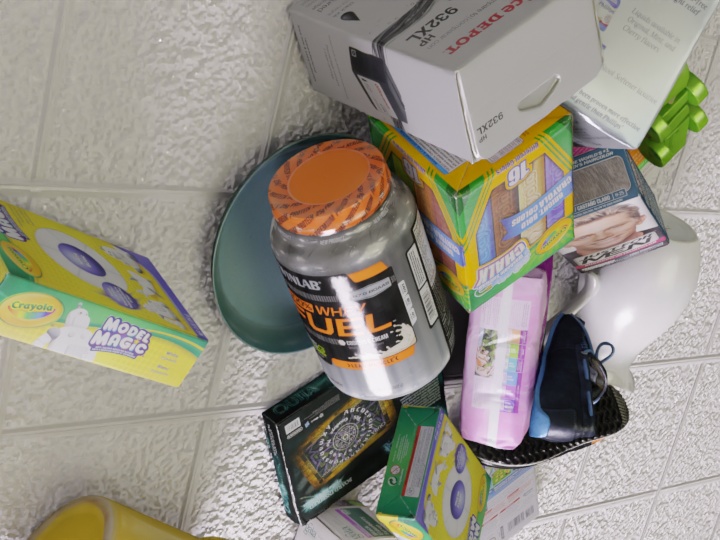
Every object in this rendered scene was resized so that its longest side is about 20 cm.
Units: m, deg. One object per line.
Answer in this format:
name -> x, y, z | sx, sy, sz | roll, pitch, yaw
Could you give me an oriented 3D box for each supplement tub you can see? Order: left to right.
supplement tub -> 0.000, 0.000, 0.978 | 0.122, 0.122, 0.201 | -39, 132, -20

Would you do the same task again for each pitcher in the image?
pitcher -> 0.270, 0.034, 1.291 | 0.171, 0.121, 0.201 | -1, 124, -37

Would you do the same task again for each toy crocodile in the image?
toy crocodile -> 0.294, -0.154, 1.161 | 0.068, 0.062, 0.200 | -45, 159, 1

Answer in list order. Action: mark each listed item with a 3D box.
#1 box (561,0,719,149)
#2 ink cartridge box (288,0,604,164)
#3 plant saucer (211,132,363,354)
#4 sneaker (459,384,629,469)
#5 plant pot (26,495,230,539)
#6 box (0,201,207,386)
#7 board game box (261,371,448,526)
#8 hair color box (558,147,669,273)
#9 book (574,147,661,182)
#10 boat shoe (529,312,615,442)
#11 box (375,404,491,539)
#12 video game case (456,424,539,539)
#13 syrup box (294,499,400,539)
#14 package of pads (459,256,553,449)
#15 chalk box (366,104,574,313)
box -> 0.214, -0.217, 1.040 | 0.105, 0.184, 0.201 | 30, 90, -12
ink cartridge box -> 0.064, -0.181, 0.920 | 0.145, 0.200, 0.084 | -37, 133, -21
plant saucer -> -0.049, -0.025, 1.027 | 0.199, 0.027, 0.201 | -21, 125, -33
sneaker -> 0.192, 0.181, 1.301 | 0.199, 0.070, 0.090 | -11, 159, -20
plant pot -> -0.182, 0.285, 0.966 | 0.201, 0.200, 0.189 | -50, 119, -10
box -> -0.211, 0.008, 0.820 | 0.199, 0.117, 0.049 | 22, 108, -46
board game box -> 0.000, 0.143, 1.159 | 0.199, 0.028, 0.136 | -30, 129, -28
hair color box -> 0.230, -0.056, 1.148 | 0.099, 0.061, 0.200 | -20, 162, 18
book -> 0.244, -0.150, 1.216 | 0.134, 0.048, 0.200 | -48, 135, -7
boat shoe -> 0.208, 0.112, 1.165 | 0.200, 0.068, 0.085 | -64, 159, -55
box -> 0.081, 0.231, 1.197 | 0.200, 0.048, 0.118 | 57, 42, -52
video game case -> 0.142, 0.241, 1.348 | 0.143, 0.018, 0.201 | -31, 129, -27
syrup box -> -0.033, 0.338, 1.196 | 0.081, 0.079, 0.201 | 6, 107, -43
package of pads -> 0.146, 0.062, 1.186 | 0.121, 0.075, 0.201 | -64, 159, -60
chalk box -> 0.097, -0.062, 1.011 | 0.123, 0.124, 0.201 | -34, 144, -16
